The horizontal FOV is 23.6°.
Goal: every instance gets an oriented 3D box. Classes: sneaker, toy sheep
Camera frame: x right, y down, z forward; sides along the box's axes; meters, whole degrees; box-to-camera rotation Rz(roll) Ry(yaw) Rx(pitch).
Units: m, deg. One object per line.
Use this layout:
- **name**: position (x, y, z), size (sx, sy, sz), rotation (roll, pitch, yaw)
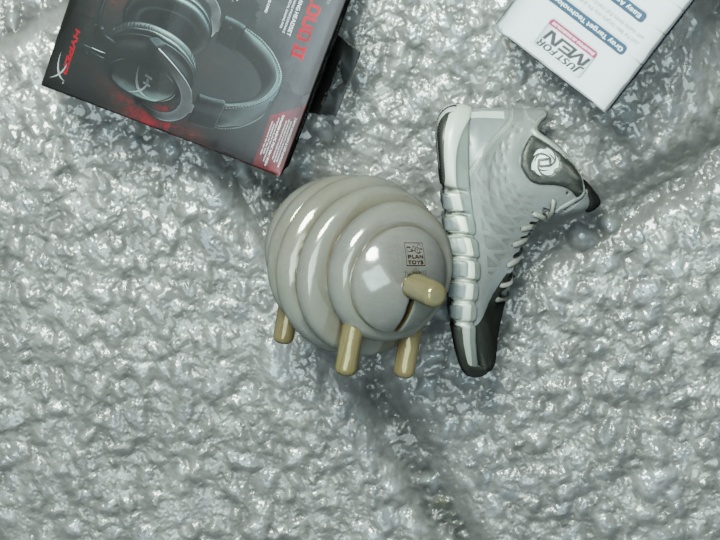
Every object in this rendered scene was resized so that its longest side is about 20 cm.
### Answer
- **sneaker**: position (0.116, -0.022, 1.236), size (0.115, 0.075, 0.201), rotation (-4, 103, 1)
- **toy sheep**: position (0.000, 0.000, 1.195), size (0.138, 0.200, 0.138), rotation (-11, 109, -34)

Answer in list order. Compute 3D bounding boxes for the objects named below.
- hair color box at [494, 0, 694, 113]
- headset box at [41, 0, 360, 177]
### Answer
- **hair color box**: position (0.192, -0.218, 1.183), size (0.100, 0.061, 0.200), rotation (38, 102, 3)
- **headset box**: position (-0.101, -0.166, 1.207), size (0.200, 0.077, 0.149), rotation (22, 104, -2)
